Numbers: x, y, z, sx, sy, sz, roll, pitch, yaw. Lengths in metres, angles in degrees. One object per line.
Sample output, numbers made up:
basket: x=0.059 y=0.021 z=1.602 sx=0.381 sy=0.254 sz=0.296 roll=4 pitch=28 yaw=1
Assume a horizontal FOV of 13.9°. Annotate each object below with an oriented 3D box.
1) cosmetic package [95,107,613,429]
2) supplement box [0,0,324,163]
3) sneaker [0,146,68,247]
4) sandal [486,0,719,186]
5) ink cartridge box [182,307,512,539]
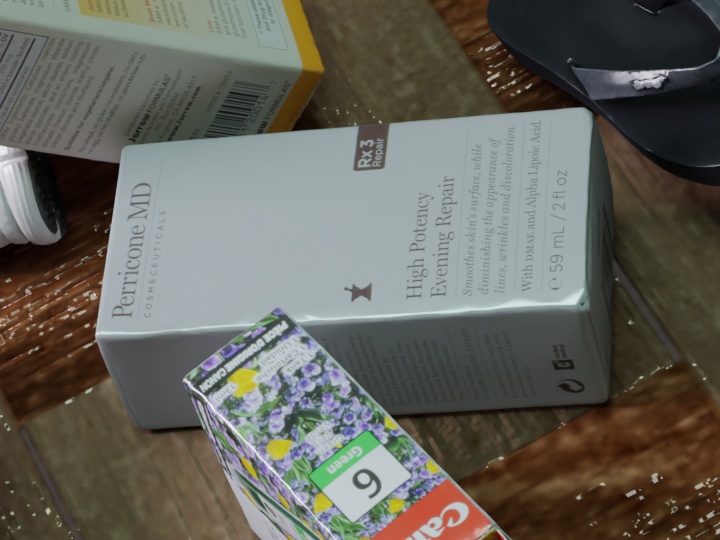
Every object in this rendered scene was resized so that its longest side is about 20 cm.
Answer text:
cosmetic package: x=0.000 y=0.000 z=1.185 sx=0.199 sy=0.074 sz=0.102 roll=-4 pitch=53 yaw=11
supplement box: x=-0.129 y=-0.116 z=1.239 sx=0.199 sy=0.074 sz=0.126 roll=8 pitch=44 yaw=-29
sneaker: x=-0.190 y=-0.085 z=1.301 sx=0.080 sy=0.074 sz=0.201 roll=-21 pitch=51 yaw=4
sandal: x=0.117 y=-0.089 z=1.206 sx=0.200 sy=0.043 sz=0.076 roll=27 pitch=75 yaw=46
ink cartridge box: x=0.021 y=0.113 z=1.071 sx=0.050 sy=0.109 sz=0.200 roll=-36 pitch=53 yaw=-12
